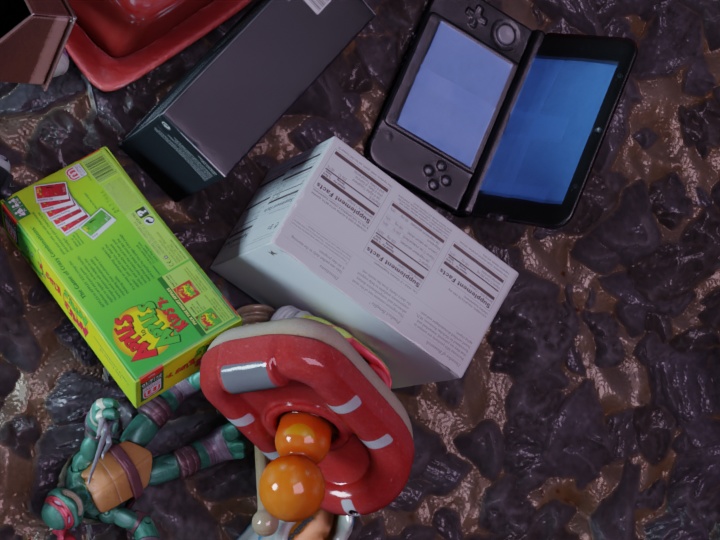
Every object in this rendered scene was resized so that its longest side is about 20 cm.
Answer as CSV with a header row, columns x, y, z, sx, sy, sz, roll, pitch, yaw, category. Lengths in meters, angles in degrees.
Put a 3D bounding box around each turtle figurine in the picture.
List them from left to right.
x,y,z,sx,sy,sz,roll,pitch,yaw,category
-0.191,0.163,1.288,0.200,0.101,0.150,-38,118,-39,turtle figurine

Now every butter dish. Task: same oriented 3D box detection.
x,y,z,sx,sy,sz,roll,pitch,yaw,category
-0.180,-0.284,1.316,0.200,0.148,0.200,-38,100,-22,butter dish

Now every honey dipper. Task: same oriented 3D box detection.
x,y,z,sx,sy,sz,roll,pitch,yaw,category
-0.083,0.125,1.335,0.038,0.038,0.200,6,61,-22,honey dipper

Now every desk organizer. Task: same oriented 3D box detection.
x,y,z,sx,sy,sz,roll,pitch,yaw,category
-0.297,-0.233,1.228,0.077,0.072,0.200,0,45,-38,desk organizer

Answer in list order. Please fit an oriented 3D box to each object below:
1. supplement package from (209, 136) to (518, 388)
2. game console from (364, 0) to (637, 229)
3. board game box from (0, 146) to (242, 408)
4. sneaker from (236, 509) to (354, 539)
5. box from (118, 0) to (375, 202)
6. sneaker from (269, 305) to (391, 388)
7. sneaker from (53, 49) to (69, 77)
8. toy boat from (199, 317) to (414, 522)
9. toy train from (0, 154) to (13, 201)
x,y,z,sx,sy,sz,roll,pitch,yaw,category
0.000,0.000,1.355,0.200,0.156,0.111,36,70,-15,supplement package
0.127,-0.155,1.448,0.172,0.119,0.200,29,73,-18,game console
-0.194,0.003,1.283,0.101,0.048,0.200,-31,67,-22,board game box
-0.082,0.263,1.333,0.076,0.081,0.200,41,72,-16,sneaker
-0.097,-0.161,1.341,0.079,0.141,0.200,46,70,-14,box
-0.005,0.110,1.351,0.200,0.090,0.078,49,60,-43,sneaker
-0.339,-0.184,1.291,0.200,0.075,0.100,16,101,-23,sneaker
-0.044,0.137,1.237,0.200,0.130,0.131,50,41,-40,toy boat
-0.357,-0.029,1.244,0.114,0.085,0.200,32,81,-23,toy train
